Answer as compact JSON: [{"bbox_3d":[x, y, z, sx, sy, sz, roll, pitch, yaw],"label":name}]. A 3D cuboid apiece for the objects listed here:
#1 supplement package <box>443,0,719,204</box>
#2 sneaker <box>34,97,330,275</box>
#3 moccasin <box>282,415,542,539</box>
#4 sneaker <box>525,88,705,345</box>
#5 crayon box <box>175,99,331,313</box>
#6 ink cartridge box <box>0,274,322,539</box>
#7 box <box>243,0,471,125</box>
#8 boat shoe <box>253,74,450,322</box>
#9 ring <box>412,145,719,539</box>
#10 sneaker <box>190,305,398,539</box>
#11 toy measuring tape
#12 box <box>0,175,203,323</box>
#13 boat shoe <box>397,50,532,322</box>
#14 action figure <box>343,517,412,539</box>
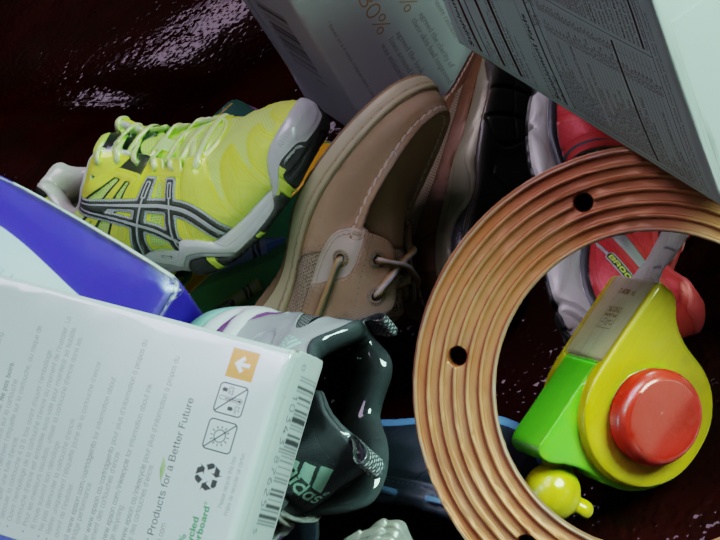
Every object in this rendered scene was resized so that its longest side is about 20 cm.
[{"bbox_3d":[0.142,-0.167,0.823,0.191,0.147,0.200,-35,38,-12],"label":"supplement package"},{"bbox_3d":[-0.095,-0.042,1.004,0.200,0.076,0.075,-26,26,43],"label":"sneaker"},{"bbox_3d":[-0.015,0.108,0.913,0.200,0.080,0.068,-15,37,25],"label":"moccasin"},{"bbox_3d":[0.130,-0.033,0.987,0.085,0.077,0.200,-12,47,10],"label":"sneaker"},{"bbox_3d":[-0.097,0.002,1.117,0.200,0.058,0.119,-44,37,-14],"label":"crayon box"},{"bbox_3d":[-0.135,0.104,0.794,0.200,0.047,0.198,14,85,23],"label":"ink cartridge box"},{"bbox_3d":[0.031,-0.198,1.169,0.200,0.152,0.106,-40,36,-9],"label":"box"},{"bbox_3d":[0.000,0.000,0.978,0.065,0.071,0.200,37,116,23],"label":"boat shoe"},{"bbox_3d":[0.120,0.049,0.827,0.200,0.201,0.019,-26,-5,11],"label":"ring"},{"bbox_3d":[-0.046,0.093,0.822,0.140,0.078,0.200,-7,50,44],"label":"sneaker"},{"bbox_3d":[0.138,0.030,0.883,0.074,0.074,0.200,24,75,49],"label":"toy measuring tape"},{"bbox_3d":[-0.163,0.078,0.924,0.105,0.184,0.200,29,83,5],"label":"box"},{"bbox_3d":[0.053,-0.053,1.055,0.074,0.076,0.200,-14,40,33],"label":"boat shoe"},{"bbox_3d":[0.002,0.172,0.813,0.200,0.102,0.119,-9,31,32],"label":"action figure"}]
